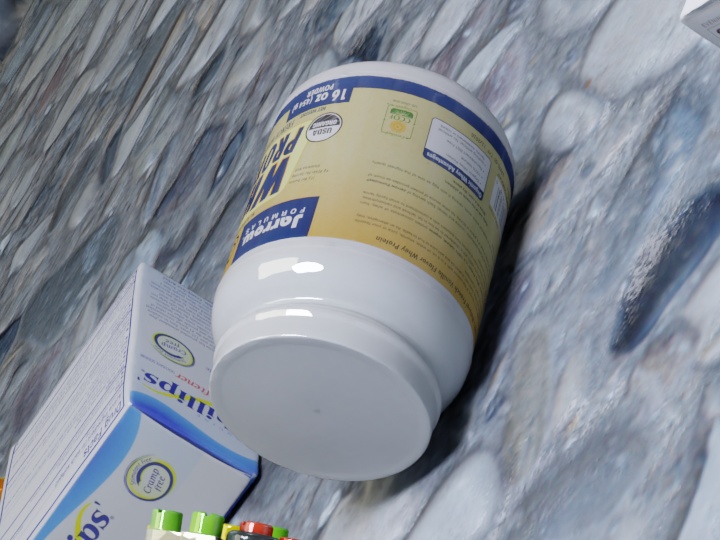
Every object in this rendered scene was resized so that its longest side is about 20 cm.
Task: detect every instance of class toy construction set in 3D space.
[{"bbox_3d":[-0.097,0.170,1.371,0.200,0.131,0.093,-4,-80,-70],"label":"toy construction set"}]

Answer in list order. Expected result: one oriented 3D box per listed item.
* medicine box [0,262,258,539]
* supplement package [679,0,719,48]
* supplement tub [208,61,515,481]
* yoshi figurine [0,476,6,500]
[{"bbox_3d":[-0.157,0.128,1.705,0.182,0.103,0.200,-53,18,22],"label":"medicine box"},{"bbox_3d":[0.220,-0.086,0.781,0.109,0.200,0.114,-24,38,63],"label":"supplement package"},{"bbox_3d":[0.000,0.000,1.387,0.144,0.144,0.201,-42,24,46],"label":"supplement tub"},{"bbox_3d":[-0.270,0.256,1.840,0.112,0.112,0.201,115,171,-49],"label":"yoshi figurine"}]
